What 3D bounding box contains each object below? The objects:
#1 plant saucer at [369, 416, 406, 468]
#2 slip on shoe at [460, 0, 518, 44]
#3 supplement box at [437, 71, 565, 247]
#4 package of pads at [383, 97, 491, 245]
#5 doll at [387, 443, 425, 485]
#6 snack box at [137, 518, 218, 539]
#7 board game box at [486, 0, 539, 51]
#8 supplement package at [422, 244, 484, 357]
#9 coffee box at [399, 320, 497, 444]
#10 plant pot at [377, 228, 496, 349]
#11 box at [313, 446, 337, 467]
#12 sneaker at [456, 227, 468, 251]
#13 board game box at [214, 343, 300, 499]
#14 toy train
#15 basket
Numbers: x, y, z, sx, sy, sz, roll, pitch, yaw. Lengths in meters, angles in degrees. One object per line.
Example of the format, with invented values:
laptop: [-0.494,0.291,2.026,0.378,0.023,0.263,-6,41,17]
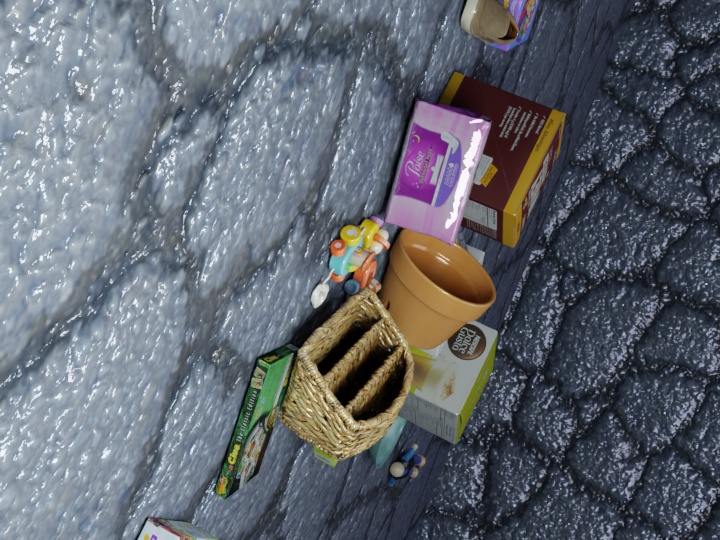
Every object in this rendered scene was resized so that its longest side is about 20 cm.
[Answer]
plant saucer: [0.067,0.358,2.018,0.201,0.035,0.201,-57,162,-30]
slip on shoe: [0.211,-0.403,1.399,0.077,0.060,0.200,-68,164,7]
supplement box: [0.205,-0.182,1.434,0.199,0.198,0.133,-61,163,-15]
package of pads: [0.114,-0.149,1.313,0.076,0.119,0.203,-52,158,-71]
doll: [0.125,0.546,2.428,0.138,0.048,0.200,-59,158,5]
snack box: [-0.256,0.402,1.033,0.202,0.052,0.142,-63,165,-11]
board game box: [0.288,-0.503,1.533,0.134,0.044,0.203,-41,149,-56]
supplement package: [0.148,0.044,1.703,0.201,0.115,0.118,-55,160,-36]
coffee box: [0.161,0.210,1.827,0.201,0.195,0.201,-59,162,-23]
plant pot: [0.117,0.040,1.511,0.141,0.199,0.200,-56,170,28]
box: [-0.012,0.207,1.426,0.201,0.047,0.123,-56,160,-34]
sneaker: [0.147,-0.092,1.616,0.073,0.082,0.203,-23,123,-26]
board game box: [-0.139,0.203,1.184,0.105,0.023,0.203,-15,127,-68]
toy train: [0.000,0.000,1.290,0.200,0.055,0.153,-19,130,-69]
basket: [-0.001,0.150,1.234,0.200,0.141,0.151,-39,154,-50]
